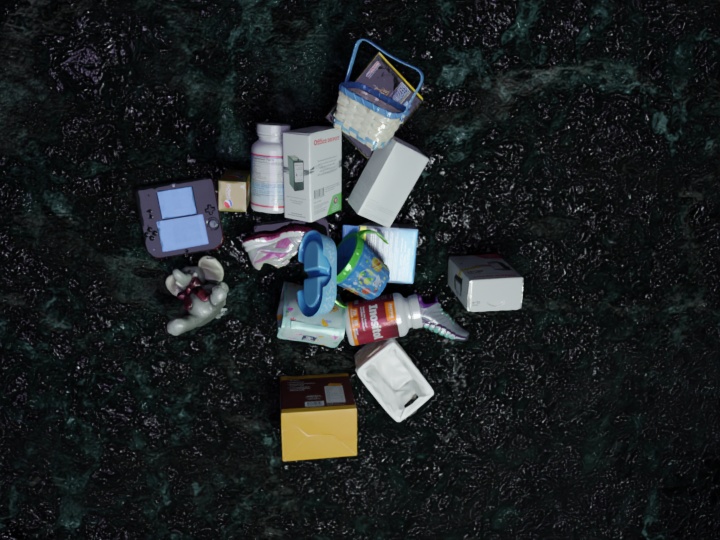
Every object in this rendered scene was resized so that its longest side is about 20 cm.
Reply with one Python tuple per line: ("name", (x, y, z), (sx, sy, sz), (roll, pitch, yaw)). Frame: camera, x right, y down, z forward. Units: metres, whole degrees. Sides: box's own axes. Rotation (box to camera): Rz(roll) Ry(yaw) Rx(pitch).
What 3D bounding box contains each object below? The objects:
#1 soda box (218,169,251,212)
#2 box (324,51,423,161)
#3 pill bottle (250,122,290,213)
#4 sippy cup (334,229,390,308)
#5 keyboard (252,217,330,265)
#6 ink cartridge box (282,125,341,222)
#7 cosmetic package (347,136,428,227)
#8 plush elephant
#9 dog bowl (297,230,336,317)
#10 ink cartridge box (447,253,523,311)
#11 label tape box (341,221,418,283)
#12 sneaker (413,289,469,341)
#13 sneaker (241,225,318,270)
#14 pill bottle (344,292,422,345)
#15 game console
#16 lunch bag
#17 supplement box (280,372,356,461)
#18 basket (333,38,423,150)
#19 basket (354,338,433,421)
("soda box", (-0.292, -0.191, 1.461), (0.062, 0.200, 0.070), (1, 106, -8))
("box", (0.032, -0.398, 1.526), (0.159, 0.049, 0.201), (40, 97, -18))
("pill bottle", (-0.211, -0.248, 1.504), (0.106, 0.109, 0.206), (1, 106, -8))
("sippy cup", (0.000, 0.000, 1.539), (0.129, 0.142, 0.177), (33, 126, -23))
("keyboard", (-0.173, -0.068, 1.609), (0.194, 0.021, 0.131), (-6, 101, -5))
("ink cartridge box", (-0.112, -0.235, 1.490), (0.082, 0.145, 0.206), (11, 112, 27))
("cosmetic package", (0.066, -0.223, 1.539), (0.111, 0.081, 0.203), (20, 109, -34))
("plush elephant", (-0.411, 0.049, 1.547), (0.163, 0.200, 0.156), (-37, 85, 3))
("dog bowl", (-0.101, 0.009, 1.488), (0.049, 0.110, 0.206), (5, 80, -37))
("ink cartridge box", (0.318, 0.028, 1.609), (0.143, 0.200, 0.088), (-3, 108, -7))
("label tape box", (0.046, -0.049, 1.621), (0.194, 0.066, 0.147), (4, 106, -3))
("sneaker", (0.219, 0.124, 1.693), (0.196, 0.074, 0.089), (21, 98, -13))
("sneaker", (-0.193, -0.056, 1.563), (0.194, 0.082, 0.091), (-12, 103, 4))
("pill bottle", (0.059, 0.122, 1.620), (0.194, 0.113, 0.116), (-11, 108, 4))
("game console", (-0.446, -0.130, 1.547), (0.194, 0.031, 0.182), (-9, 108, -6))
("lunch bag", (-0.127, 0.119, 1.575), (0.166, 0.200, 0.125), (12, 105, -12))
("supplement box", (-0.116, 0.382, 1.652), (0.191, 0.200, 0.137), (-2, 107, -7))
("basket", (0.032, -0.396, 1.417), (0.174, 0.139, 0.203), (33, 122, 11))
("basket", (0.085, 0.279, 1.691), (0.135, 0.124, 0.201), (-37, 108, 4))
